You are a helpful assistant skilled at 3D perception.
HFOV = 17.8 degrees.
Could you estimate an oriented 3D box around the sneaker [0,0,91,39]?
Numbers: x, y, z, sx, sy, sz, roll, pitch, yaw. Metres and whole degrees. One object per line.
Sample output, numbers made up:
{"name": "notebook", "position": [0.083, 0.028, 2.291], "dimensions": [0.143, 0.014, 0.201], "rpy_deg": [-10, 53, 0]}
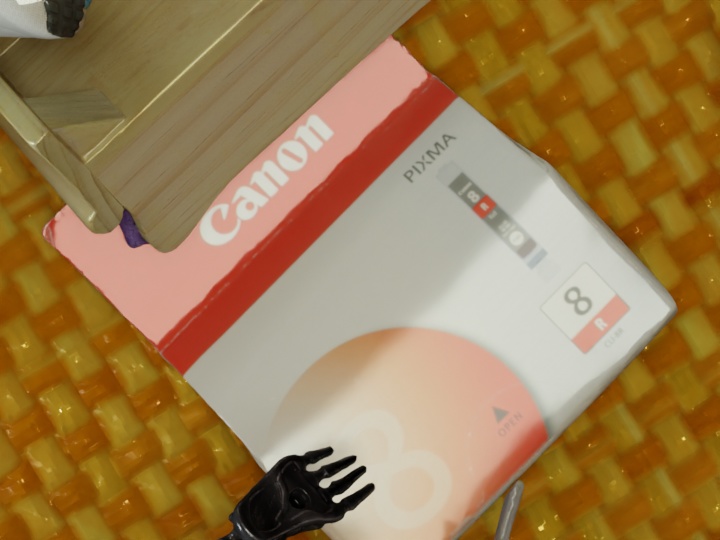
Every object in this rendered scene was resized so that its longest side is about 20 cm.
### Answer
{"name": "sneaker", "position": [-0.183, -0.093, 0.838], "dimensions": [0.199, 0.075, 0.087], "rpy_deg": [15, 85, 33]}

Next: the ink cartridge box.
{"name": "ink cartridge box", "position": [0.000, 0.000, 0.895], "dimensions": [0.162, 0.050, 0.200], "rpy_deg": [-45, 96, -3]}

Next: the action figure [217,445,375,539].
{"name": "action figure", "position": [-0.050, 0.156, 0.859], "dimensions": [0.102, 0.200, 0.119], "rpy_deg": [-3, 58, -37]}

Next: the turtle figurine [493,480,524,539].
{"name": "turtle figurine", "position": [0.079, 0.227, 0.852], "dimensions": [0.144, 0.200, 0.194], "rpy_deg": [29, 109, -26]}

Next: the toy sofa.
{"name": "toy sofa", "position": [-0.053, -0.109, 0.877], "dimensions": [0.200, 0.098, 0.083], "rpy_deg": [-43, 55, -2]}
